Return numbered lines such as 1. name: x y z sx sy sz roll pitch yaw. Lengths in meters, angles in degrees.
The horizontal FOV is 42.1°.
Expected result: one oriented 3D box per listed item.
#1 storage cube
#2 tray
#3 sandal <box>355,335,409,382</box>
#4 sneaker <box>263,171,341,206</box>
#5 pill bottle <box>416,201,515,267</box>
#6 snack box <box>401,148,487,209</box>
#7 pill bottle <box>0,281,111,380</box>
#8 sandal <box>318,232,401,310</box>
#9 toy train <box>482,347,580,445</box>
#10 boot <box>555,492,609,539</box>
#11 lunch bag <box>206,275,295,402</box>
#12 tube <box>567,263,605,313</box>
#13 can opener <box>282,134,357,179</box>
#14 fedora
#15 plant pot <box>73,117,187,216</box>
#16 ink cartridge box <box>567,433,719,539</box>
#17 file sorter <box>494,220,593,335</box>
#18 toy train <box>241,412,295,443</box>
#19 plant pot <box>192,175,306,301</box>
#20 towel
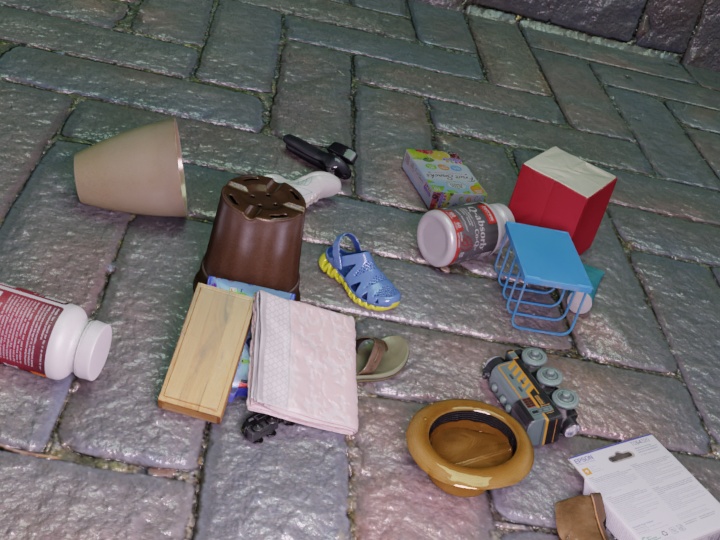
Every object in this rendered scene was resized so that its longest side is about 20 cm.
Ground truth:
1. storage cube: 0.438 -0.144 2.078 0.169 0.183 0.199 31 36 24
2. tray: -0.232 0.124 1.432 0.097 0.037 0.203 15 59 -2
3. sandal: 0.005 0.145 1.565 0.198 0.058 0.080 -12 41 -36
4. sneaker: -0.125 -0.157 1.973 0.197 0.071 0.081 -8 54 -28
5. pill bottle: 0.223 -0.080 1.946 0.197 0.118 0.116 -13 41 -37
6. snack box: 0.195 -0.213 2.195 0.139 0.054 0.201 1 36 -20
7. pill bottle: -0.477 0.094 1.384 0.196 0.115 0.114 16 32 2
8. sandal: 0.000 0.000 1.759 0.199 0.088 0.079 38 36 28
9. toy train: 0.286 0.209 1.574 0.112 0.087 0.201 -10 39 -19
10. boot: 0.320 0.399 1.324 0.074 0.075 0.201 -4 28 5
11. lunch bag: -0.191 0.123 1.501 0.147 0.095 0.202 12 44 -9
12. tube: 0.469 0.026 1.962 0.076 0.051 0.200 26 29 8
13. can opener: -0.097 -0.261 2.143 0.197 0.064 0.079 23 59 29
14. fedora: 0.161 0.279 1.408 0.196 0.083 0.202 6 35 -4
15. plant pot: -0.441 -0.188 1.791 0.195 0.190 0.189 -6 35 -7
16. ink cartridge box: 0.447 0.354 1.455 0.193 0.044 0.200 -7 37 -30
17. file sorter: 0.352 0.015 1.851 0.136 0.125 0.202 10 33 -10
18. toy train: -0.105 0.212 1.442 0.045 0.035 0.198 25 32 35
19. plant pot: -0.185 -0.044 1.639 0.196 0.201 0.202 10 32 -6
20. towel: -0.085 0.140 1.449 0.188 0.032 0.204 19 53 -29
